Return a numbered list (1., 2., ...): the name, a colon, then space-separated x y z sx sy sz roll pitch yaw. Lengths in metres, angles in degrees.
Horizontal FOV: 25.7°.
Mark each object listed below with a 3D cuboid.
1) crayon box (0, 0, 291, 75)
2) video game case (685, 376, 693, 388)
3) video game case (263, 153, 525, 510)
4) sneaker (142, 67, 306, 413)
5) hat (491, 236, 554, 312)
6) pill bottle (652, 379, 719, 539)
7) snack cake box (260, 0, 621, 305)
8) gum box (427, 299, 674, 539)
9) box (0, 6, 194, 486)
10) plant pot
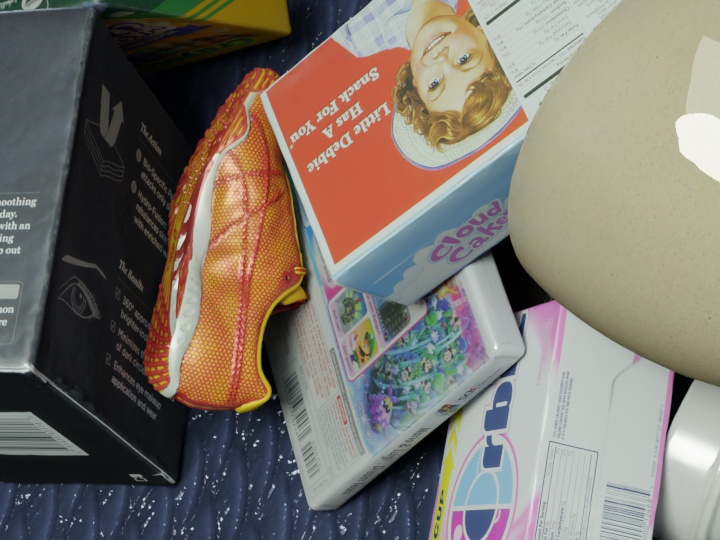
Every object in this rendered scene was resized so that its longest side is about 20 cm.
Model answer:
1. crayon box: -0.130 -0.152 0.910 0.126 0.200 0.052 -9 87 34
2. video game case: 0.249 -0.038 0.855 0.200 0.036 0.181 -17 63 6
3. video game case: 0.000 0.000 0.841 0.182 0.024 0.200 -45 52 44
4. sneaker: -0.065 -0.016 0.863 0.077 0.073 0.200 18 69 -21
5. hat: 0.107 -0.053 0.835 0.081 0.201 0.201 -33 60 -30
6. pill bottle: 0.242 0.120 0.743 0.200 0.114 0.114 22 73 22
7. snack cake box: 0.059 -0.087 0.726 0.200 0.067 0.115 -36 60 24
8. gum box: 0.085 0.123 0.761 0.066 0.113 0.200 15 75 -18
9. box: -0.172 -0.005 0.855 0.117 0.197 0.200 -1 66 15
10. plant pot: 0.179 -0.024 0.644 0.200 0.200 0.134 -35 53 -3
